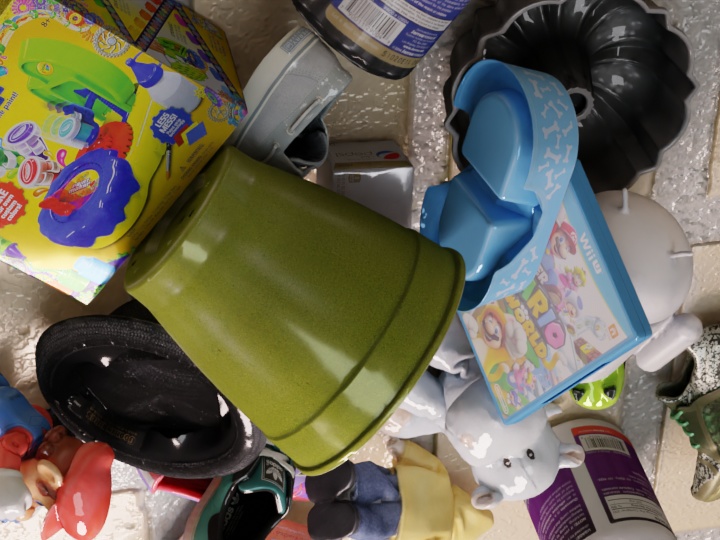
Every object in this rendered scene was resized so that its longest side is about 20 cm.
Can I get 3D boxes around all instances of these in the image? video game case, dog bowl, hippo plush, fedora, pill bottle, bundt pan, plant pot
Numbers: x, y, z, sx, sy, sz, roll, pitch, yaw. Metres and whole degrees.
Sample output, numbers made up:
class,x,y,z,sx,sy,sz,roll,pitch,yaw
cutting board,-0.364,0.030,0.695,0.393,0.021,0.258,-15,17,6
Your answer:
class,x,y,z,sx,sy,sz,roll,pitch,yaw
video game case,0.136,0.020,1.558,0.018,0.143,0.200,-13,164,-31
dog bowl,0.104,-0.063,1.517,0.049,0.112,0.200,-5,129,-28
hippo plush,0.092,0.130,1.720,0.159,0.161,0.200,-23,129,3
fedora,-0.156,0.078,1.635,0.200,0.092,0.201,13,137,13
pill bottle,0.215,0.231,1.805,0.112,0.200,0.113,-7,128,-9
pill bottle,0.049,-0.243,1.455,0.112,0.112,0.200,27,116,-31
bundt pan,0.153,-0.147,1.579,0.201,0.076,0.202,-8,129,-10
plant pot,-0.061,0.013,1.491,0.193,0.200,0.200,36,112,-15

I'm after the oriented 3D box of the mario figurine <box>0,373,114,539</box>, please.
class,x,y,z,sx,sy,sz,roll,pitch,yaw
mario figurine,-0.283,0.144,1.611,0.200,0.123,0.106,44,139,5

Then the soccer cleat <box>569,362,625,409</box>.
class,x,y,z,sx,sy,sz,roll,pitch,yaw
soccer cleat,0.197,0.018,1.728,0.067,0.081,0.200,2,107,10

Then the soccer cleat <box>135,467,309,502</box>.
class,x,y,z,sx,sy,sz,roll,pitch,yaw
soccer cleat,-0.101,0.178,1.760,0.200,0.073,0.068,14,122,-24

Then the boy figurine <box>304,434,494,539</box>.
class,x,y,z,sx,sy,sz,roll,pitch,yaw
boy figurine,0.040,0.205,1.805,0.064,0.125,0.200,-20,159,38

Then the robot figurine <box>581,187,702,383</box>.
class,x,y,z,sx,sy,sz,roll,pitch,yaw
robot figurine,0.186,0.013,1.603,0.169,0.113,0.200,34,141,-2

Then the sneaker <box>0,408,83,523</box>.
class,x,y,z,sx,sy,sz,roll,pitch,yaw
sneaker,-0.314,0.185,1.706,0.200,0.076,0.077,-17,125,0

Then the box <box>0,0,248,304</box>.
class,x,y,z,sx,sy,sz,roll,pitch,yaw
box,-0.222,-0.116,1.473,0.192,0.122,0.200,28,115,-30

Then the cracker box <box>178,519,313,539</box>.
class,x,y,z,sx,sy,sz,roll,pitch,yaw
cracker box,-0.121,0.295,1.834,0.134,0.058,0.200,21,131,-28

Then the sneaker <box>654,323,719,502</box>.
class,x,y,z,sx,sy,sz,roll,pitch,yaw
sneaker,0.305,0.120,1.839,0.088,0.077,0.200,4,121,-2

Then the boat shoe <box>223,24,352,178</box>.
class,x,y,z,sx,sy,sz,roll,pitch,yaw
boat shoe,-0.058,-0.100,1.516,0.071,0.070,0.201,41,147,6

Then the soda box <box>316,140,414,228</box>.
class,x,y,z,sx,sy,sz,roll,pitch,yaw
soda box,0.000,0.000,1.631,0.068,0.064,0.200,-3,113,-12

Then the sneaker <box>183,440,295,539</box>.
class,x,y,z,sx,sy,sz,roll,pitch,yaw
sneaker,-0.077,0.159,1.690,0.071,0.080,0.200,27,76,-25
